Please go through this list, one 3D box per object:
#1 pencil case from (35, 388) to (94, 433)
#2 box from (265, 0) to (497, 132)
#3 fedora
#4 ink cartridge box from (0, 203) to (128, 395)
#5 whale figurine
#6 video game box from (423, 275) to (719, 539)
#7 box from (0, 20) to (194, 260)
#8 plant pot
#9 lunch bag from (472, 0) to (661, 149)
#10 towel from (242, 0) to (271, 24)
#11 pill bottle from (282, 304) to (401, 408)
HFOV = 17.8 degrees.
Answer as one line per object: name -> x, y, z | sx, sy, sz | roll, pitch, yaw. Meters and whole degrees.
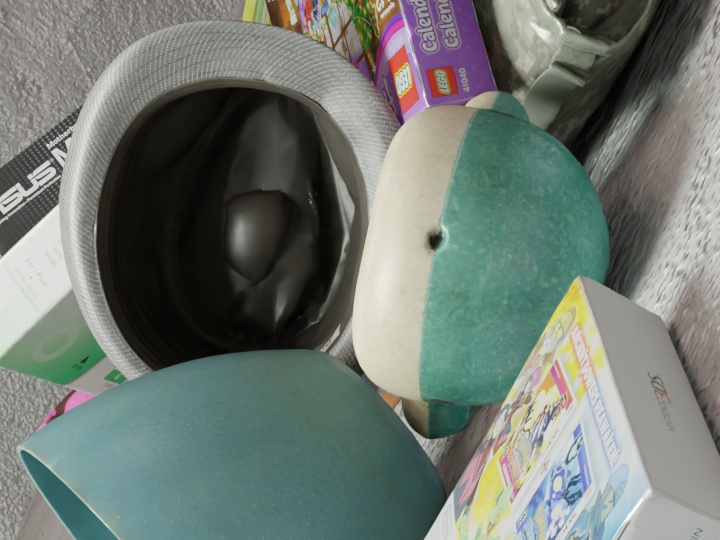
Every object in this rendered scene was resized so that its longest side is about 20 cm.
pencil case -> -0.105, 0.067, 1.383 | 0.093, 0.091, 0.200 | -21, 21, 42
box -> 0.004, -0.121, 1.143 | 0.200, 0.039, 0.137 | 141, 116, -70
fedora -> -0.054, -0.028, 1.128 | 0.090, 0.176, 0.201 | -56, -33, -75
ink cartridge box -> -0.105, -0.019, 1.233 | 0.200, 0.050, 0.161 | -41, -19, 7
whale figurine -> 0.063, 0.001, 1.031 | 0.200, 0.103, 0.160 | 34, -113, -76
video game box -> 0.062, 0.117, 0.827 | 0.200, 0.047, 0.183 | -94, 29, -70
box -> -0.124, -0.038, 1.291 | 0.160, 0.044, 0.200 | -39, -19, -5
plant pot -> -0.040, 0.114, 1.038 | 0.135, 0.200, 0.200 | -39, 4, -14
lunch bag -> 0.092, -0.147, 1.126 | 0.164, 0.117, 0.201 | 122, 166, -59
towel -> -0.012, -0.101, 1.413 | 0.018, 0.200, 0.086 | -19, -45, -35
pill bottle -> 0.000, 0.000, 1.268 | 0.106, 0.106, 0.200 | -58, 11, 33
